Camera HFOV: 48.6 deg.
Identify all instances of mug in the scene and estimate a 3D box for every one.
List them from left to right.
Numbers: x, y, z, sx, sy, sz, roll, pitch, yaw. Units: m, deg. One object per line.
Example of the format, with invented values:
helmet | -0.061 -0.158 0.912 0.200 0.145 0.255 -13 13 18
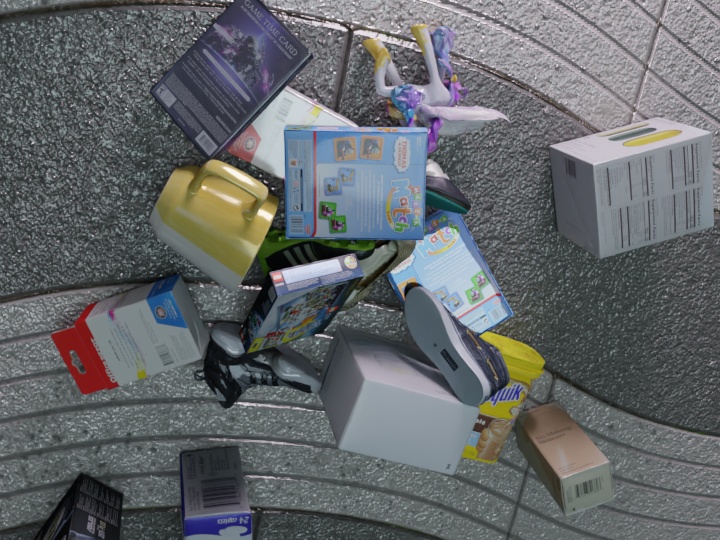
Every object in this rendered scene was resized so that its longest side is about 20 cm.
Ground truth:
mug | -0.205 -0.086 1.127 0.151 0.150 0.188 28 114 -12

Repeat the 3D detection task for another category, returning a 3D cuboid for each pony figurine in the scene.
pony figurine | 0.103 -0.246 1.153 0.189 0.166 0.205 -11 93 -7

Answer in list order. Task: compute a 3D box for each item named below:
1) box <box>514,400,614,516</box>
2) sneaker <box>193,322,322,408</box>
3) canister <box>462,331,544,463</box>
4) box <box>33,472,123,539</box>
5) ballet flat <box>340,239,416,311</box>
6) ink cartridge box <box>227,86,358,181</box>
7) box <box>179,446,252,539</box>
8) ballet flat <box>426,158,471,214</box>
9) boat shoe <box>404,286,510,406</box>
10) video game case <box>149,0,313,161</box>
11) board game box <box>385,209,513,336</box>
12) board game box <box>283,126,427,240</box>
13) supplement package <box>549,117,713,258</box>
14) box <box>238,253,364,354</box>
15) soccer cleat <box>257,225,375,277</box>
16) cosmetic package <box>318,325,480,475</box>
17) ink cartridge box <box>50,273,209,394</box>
box | 0.345 0.317 1.370 0.093 0.200 0.079 -17 113 -7
sneaker | -0.165 0.170 1.264 0.197 0.076 0.115 28 102 -15
canister | 0.209 0.217 1.365 0.146 0.087 0.204 17 106 -18
box | -0.446 0.444 1.220 0.085 0.200 0.165 34 99 -22
ballet flat | 0.000 0.000 1.207 0.199 0.075 0.068 -40 80 31
ink cartridge box | -0.078 -0.182 1.146 0.197 0.068 0.118 27 102 -10
box | -0.233 0.420 1.273 0.102 0.184 0.205 -3 110 -14
ballet flat | 0.077 -0.140 1.205 0.195 0.073 0.075 13 107 -1
boat shoe | 0.146 0.109 1.221 0.090 0.202 0.071 -13 156 -50
video game case | -0.178 -0.267 1.089 0.200 0.019 0.143 -44 74 4
board game box | 0.130 0.020 1.267 0.149 0.037 0.203 -30 97 -2
board game box | -0.007 -0.121 1.107 0.195 0.037 0.155 1 109 1
supplement package | 0.424 -0.135 1.256 0.196 0.152 0.154 -15 112 -8
box | -0.090 0.051 1.158 0.134 0.038 0.201 -14 158 -28
soccer cleat | -0.065 -0.022 1.188 0.196 0.068 0.083 2 117 25
cosmetic package | 0.052 0.200 1.257 0.196 0.200 0.125 17 105 -19
ink cartridge box | -0.340 0.097 1.184 0.196 0.068 0.118 -18 112 8
